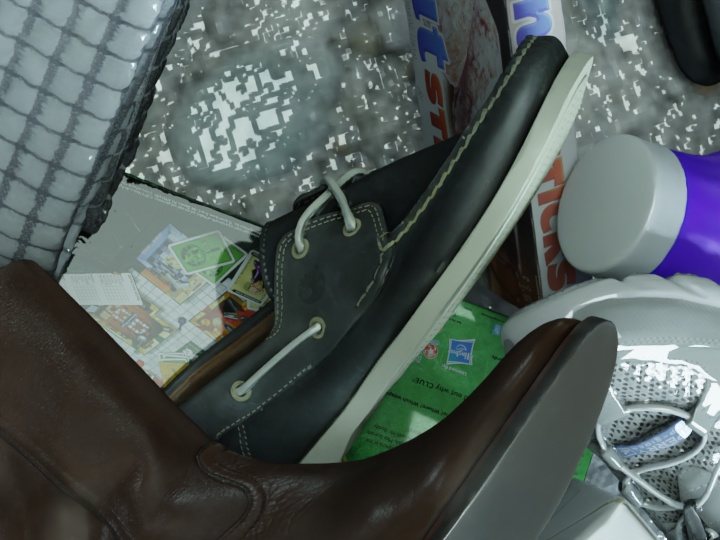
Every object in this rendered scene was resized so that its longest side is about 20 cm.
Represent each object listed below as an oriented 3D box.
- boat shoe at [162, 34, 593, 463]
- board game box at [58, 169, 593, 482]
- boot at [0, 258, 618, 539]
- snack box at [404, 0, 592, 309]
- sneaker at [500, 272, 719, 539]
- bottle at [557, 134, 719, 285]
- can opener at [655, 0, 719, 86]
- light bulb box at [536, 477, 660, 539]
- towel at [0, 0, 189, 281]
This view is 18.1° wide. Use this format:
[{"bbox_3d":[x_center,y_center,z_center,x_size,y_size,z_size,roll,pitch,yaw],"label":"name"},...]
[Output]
[{"bbox_3d":[0.000,0.000,0.721,0.068,0.072,0.200,39,114,1],"label":"boat shoe"},{"bbox_3d":[-0.015,0.046,0.795,0.200,0.023,0.105,21,81,-8],"label":"board game box"},{"bbox_3d":[-0.047,0.042,0.682,0.200,0.064,0.187,36,85,27],"label":"boot"},{"bbox_3d":[0.040,-0.085,0.750,0.024,0.072,0.200,-19,116,-22],"label":"snack box"},{"bbox_3d":[0.125,0.069,0.724,0.200,0.075,0.082,32,48,-29],"label":"sneaker"},{"bbox_3d":[0.156,0.005,0.774,0.200,0.065,0.084,20,91,-34],"label":"bottle"},{"bbox_3d":[0.114,-0.166,0.818,0.078,0.063,0.201,-12,87,-12],"label":"can opener"},{"bbox_3d":[0.062,0.204,0.732,0.198,0.125,0.200,-41,96,-5],"label":"light bulb box"},{"bbox_3d":[-0.128,-0.110,0.701,0.165,0.200,0.086,29,39,2],"label":"towel"}]
